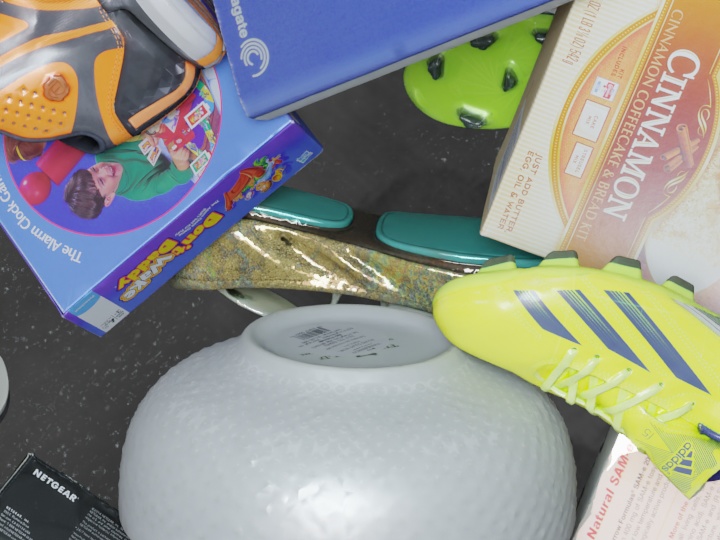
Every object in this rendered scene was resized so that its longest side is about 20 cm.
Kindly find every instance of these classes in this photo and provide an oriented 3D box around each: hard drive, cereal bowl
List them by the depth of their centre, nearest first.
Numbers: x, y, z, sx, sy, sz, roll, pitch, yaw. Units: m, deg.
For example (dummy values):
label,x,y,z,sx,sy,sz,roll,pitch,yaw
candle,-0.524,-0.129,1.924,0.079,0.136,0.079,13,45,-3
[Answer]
label,x,y,z,sx,sy,sz,roll,pitch,yaw
hard drive,0.021,-0.157,1.033,0.199,0.025,0.133,-19,82,29
cereal bowl,-0.004,0.067,1.073,0.199,0.200,0.084,3,107,5

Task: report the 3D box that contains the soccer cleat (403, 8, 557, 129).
label,x,y,z,sx,sy,sz,roll,pitch,yaw
soccer cleat,0.112,-0.123,1.146,0.199,0.081,0.068,-22,117,24

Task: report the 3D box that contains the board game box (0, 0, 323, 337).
label,x,y,z,sx,sy,sz,roll,pitch,yaw
board game box,-0.129,-0.091,1.143,0.134,0.045,0.200,-39,68,5

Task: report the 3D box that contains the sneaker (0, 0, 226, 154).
label,x,y,z,sx,sy,sz,roll,pitch,yaw
sneaker,-0.160,-0.130,1.066,0.112,0.078,0.200,-41,97,7

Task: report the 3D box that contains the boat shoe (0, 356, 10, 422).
label,x,y,z,sx,sy,sz,roll,pitch,yaw
boat shoe,-0.257,0.082,1.183,0.199,0.060,0.074,-16,56,1

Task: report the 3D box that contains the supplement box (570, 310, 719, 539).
label,x,y,z,sx,sy,sz,roll,pitch,yaw
supplement box,0.206,0.107,1.133,0.199,0.074,0.127,24,92,4

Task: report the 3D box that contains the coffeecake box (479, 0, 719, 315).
label,x,y,z,sx,sy,sz,roll,pitch,yaw
coffeecake box,0.172,-0.059,1.081,0.199,0.073,0.154,19,124,-2

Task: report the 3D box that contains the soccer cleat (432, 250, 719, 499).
label,x,y,z,sx,sy,sz,roll,pitch,yaw
soccer cleat,0.124,0.049,1.048,0.199,0.065,0.084,15,70,-12

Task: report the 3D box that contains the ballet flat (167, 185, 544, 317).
label,x,y,z,sx,sy,sz,roll,pitch,yaw
ballet flat,0.000,0.000,1.159,0.199,0.071,0.071,11,92,5

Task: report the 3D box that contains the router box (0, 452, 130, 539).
label,x,y,z,sx,sy,sz,roll,pitch,yaw
router box,-0.093,0.185,1.127,0.200,0.149,0.051,35,55,4
